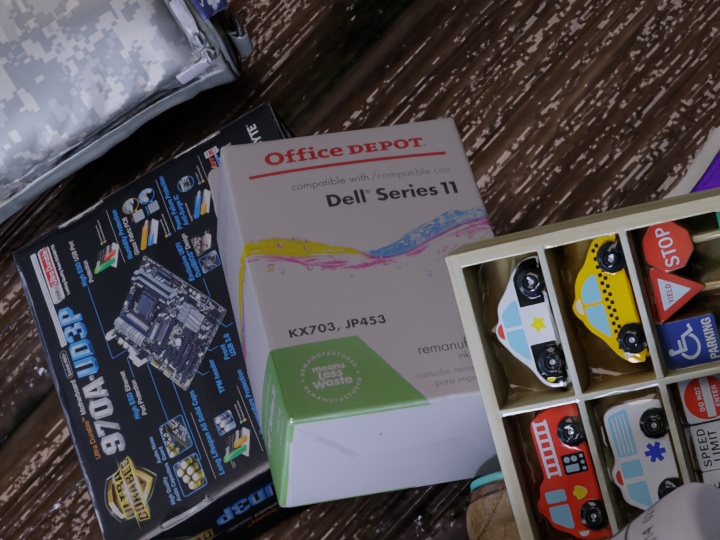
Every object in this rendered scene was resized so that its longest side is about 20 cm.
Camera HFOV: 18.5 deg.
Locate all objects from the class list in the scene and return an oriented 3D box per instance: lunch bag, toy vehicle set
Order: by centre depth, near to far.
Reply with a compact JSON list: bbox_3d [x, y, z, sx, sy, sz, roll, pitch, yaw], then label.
[{"bbox_3d":[0.121,0.074,0.901,0.123,0.027,0.202,-13,97,18],"label":"toy vehicle set"},{"bbox_3d":[-0.171,-0.128,1.187,0.199,0.139,0.168,-32,69,7],"label":"lunch bag"}]

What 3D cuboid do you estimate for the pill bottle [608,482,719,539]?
[{"bbox_3d":[0.086,0.183,0.860,0.200,0.113,0.114,-40,50,20],"label":"pill bottle"}]

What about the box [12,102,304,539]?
[{"bbox_3d":[-0.074,0.034,1.091,0.158,0.046,0.201,-30,53,7],"label":"box"}]

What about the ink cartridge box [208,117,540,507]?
[{"bbox_3d":[0.000,0.000,1.007,0.116,0.068,0.201,-8,51,-11],"label":"ink cartridge box"}]

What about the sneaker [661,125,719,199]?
[{"bbox_3d":[0.161,0.003,0.965,0.200,0.070,0.100,-40,38,12],"label":"sneaker"}]

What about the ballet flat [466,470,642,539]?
[{"bbox_3d":[0.141,0.097,0.940,0.199,0.068,0.073,-21,75,15],"label":"ballet flat"}]
